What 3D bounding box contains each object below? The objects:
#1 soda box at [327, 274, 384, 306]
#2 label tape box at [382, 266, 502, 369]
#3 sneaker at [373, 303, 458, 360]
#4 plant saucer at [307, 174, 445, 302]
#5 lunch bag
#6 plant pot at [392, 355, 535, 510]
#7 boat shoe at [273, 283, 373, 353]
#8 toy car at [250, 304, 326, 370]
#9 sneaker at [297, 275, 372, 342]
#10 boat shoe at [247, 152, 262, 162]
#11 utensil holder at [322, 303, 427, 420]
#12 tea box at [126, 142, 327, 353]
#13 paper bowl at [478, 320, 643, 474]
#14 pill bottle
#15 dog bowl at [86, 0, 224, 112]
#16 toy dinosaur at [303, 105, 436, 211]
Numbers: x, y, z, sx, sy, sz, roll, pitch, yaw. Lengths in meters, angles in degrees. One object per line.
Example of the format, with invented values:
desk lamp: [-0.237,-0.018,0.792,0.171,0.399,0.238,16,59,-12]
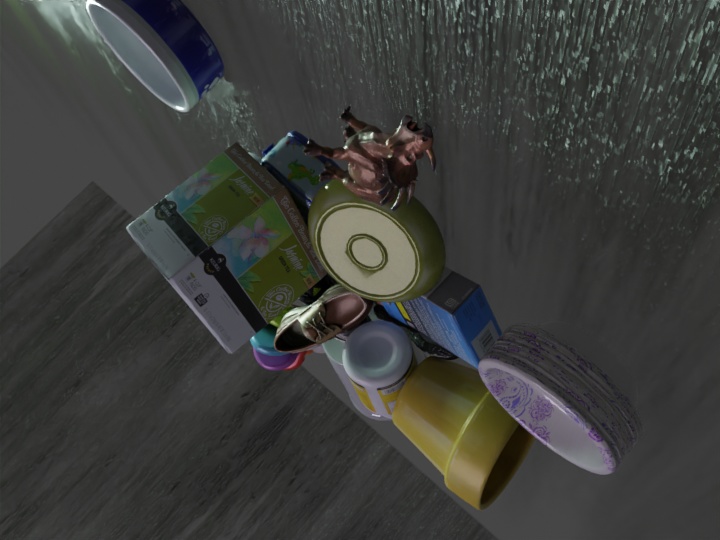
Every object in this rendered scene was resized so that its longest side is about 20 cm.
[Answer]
soda box: [0.000,0.000,1.422,0.068,0.064,0.200,49,165,-25]
label tape box: [0.103,0.045,1.250,0.199,0.063,0.145,31,160,42]
sneaker: [0.108,0.090,1.404,0.080,0.074,0.200,35,180,-40]
plant saucer: [0.014,-0.031,1.132,0.199,0.031,0.201,16,132,18]
lunch bag: [-0.075,-0.113,1.251,0.161,0.083,0.200,42,167,1]
plant pot: [0.159,0.234,1.337,0.188,0.201,0.201,29,162,25]
boat shoe: [-0.063,0.086,1.382,0.199,0.074,0.076,-31,104,38]
toy car: [-0.144,0.120,1.648,0.174,0.151,0.200,28,180,19]
sneaker: [-0.062,0.048,1.450,0.200,0.074,0.087,43,175,22]
boat shoe: [-0.137,-0.112,1.470,0.200,0.065,0.074,45,167,-6]
utensil holder: [0.029,0.158,1.601,0.170,0.170,0.200,33,161,37]
tea box: [-0.177,-0.029,1.206,0.134,0.197,0.200,42,168,36]
paper bowl: [0.247,0.140,1.032,0.200,0.104,0.201,41,167,12]
pill bottle: [0.042,0.170,1.404,0.112,0.112,0.200,37,164,26]
dog bowl: [-0.291,-0.328,1.232,0.200,0.079,0.200,41,167,11]
toy dinosaur: [0.020,-0.113,0.983,0.135,0.086,0.200,33,171,12]
